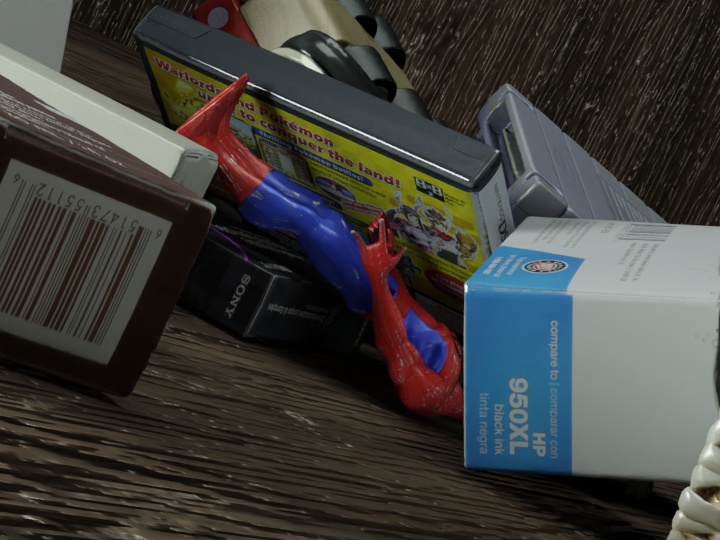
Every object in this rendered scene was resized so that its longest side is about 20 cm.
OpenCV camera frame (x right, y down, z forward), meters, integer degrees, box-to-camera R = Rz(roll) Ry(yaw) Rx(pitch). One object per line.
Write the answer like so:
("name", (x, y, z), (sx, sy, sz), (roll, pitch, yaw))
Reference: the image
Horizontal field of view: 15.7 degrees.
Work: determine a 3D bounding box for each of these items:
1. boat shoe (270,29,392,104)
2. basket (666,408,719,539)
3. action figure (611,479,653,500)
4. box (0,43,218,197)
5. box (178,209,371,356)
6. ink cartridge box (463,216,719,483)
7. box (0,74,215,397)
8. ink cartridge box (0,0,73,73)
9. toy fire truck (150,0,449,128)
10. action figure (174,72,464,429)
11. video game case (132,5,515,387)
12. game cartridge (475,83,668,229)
("boat shoe", (0.017, -0.044, 1.281), (0.073, 0.063, 0.202), (8, -38, 49))
("basket", (0.214, 0.092, 0.903), (0.199, 0.161, 0.198), (28, 4, 15))
("action figure", (0.132, 0.071, 1.269), (0.118, 0.055, 0.200), (53, 22, 19))
("box", (-0.166, -0.064, 1.104), (0.199, 0.069, 0.082), (28, 4, 7))
("box", (-0.099, -0.023, 1.228), (0.199, 0.036, 0.143), (31, 6, 19))
("ink cartridge box", (0.154, 0.033, 1.104), (0.199, 0.085, 0.145), (3, 13, 14))
("box", (-0.146, -0.036, 0.866), (0.100, 0.075, 0.200), (22, 4, -42))
("ink cartridge box", (-0.203, -0.188, 1.248), (0.145, 0.201, 0.084), (-2, -16, 41))
("toy fire truck", (-0.073, -0.076, 1.398), (0.129, 0.200, 0.176), (61, 10, 23))
("action figure", (0.000, 0.000, 1.162), (0.200, 0.052, 0.065), (52, 7, -7))
("video game case", (-0.007, -0.027, 1.244), (0.199, 0.026, 0.181), (26, -28, 29))
("game cartridge", (0.117, -0.021, 1.304), (0.130, 0.038, 0.200), (44, 12, -13))
